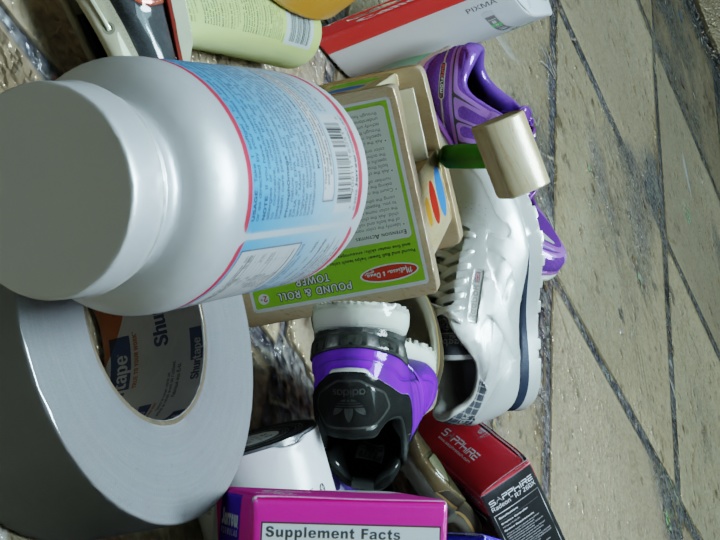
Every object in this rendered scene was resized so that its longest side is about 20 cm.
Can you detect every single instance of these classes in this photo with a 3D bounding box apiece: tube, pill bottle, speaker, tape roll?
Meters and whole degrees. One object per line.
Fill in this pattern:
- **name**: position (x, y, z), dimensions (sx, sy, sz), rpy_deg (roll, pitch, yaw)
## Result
- **tube**: position (-0.094, -0.169, 0.910), dimensions (0.200, 0.058, 0.052), rpy_deg (-1, 117, -64)
- **pill bottle**: position (-0.081, -0.038, 0.613), dimensions (0.200, 0.109, 0.109), rpy_deg (-12, 88, -67)
- **speaker**: position (-0.036, 0.191, 0.790), dimensions (0.081, 0.081, 0.200), rpy_deg (-23, 98, -67)
- **tape roll**: position (-0.130, 0.029, 0.685), dimensions (0.200, 0.066, 0.200), rpy_deg (47, 36, -50)

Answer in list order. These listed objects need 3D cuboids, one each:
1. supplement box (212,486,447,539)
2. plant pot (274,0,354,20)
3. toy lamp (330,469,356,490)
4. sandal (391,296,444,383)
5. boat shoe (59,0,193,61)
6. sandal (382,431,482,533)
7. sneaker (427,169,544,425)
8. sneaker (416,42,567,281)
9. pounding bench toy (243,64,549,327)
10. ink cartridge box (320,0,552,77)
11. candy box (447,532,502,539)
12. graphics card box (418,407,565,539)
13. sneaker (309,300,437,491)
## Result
- **supplement box**: position (-0.021, 0.209, 0.693), dimensions (0.101, 0.103, 0.200), rpy_deg (157, -62, -72)
- **plant pot**: position (-0.008, -0.303, 0.943), dimensions (0.200, 0.183, 0.200), rpy_deg (43, 29, -31)
- **toy lamp**: position (-0.010, 0.192, 0.879), dimensions (0.200, 0.058, 0.058), rpy_deg (70, 24, -14)
- **sandal**: position (0.000, 0.000, 0.983), dimensions (0.054, 0.080, 0.200), rpy_deg (18, 57, -66)
- **boat shoe**: position (-0.120, -0.085, 0.781), dimensions (0.063, 0.071, 0.200), rpy_deg (-20, 107, -27)
- **sandal**: position (0.042, 0.165, 0.996), dimensions (0.082, 0.055, 0.200), rpy_deg (52, -4, 16)
- **sneaker**: position (0.081, 0.012, 1.009), dimensions (0.080, 0.076, 0.200), rpy_deg (-9, 94, -37)
- **sneaker**: position (0.108, -0.085, 1.089), dimensions (0.200, 0.083, 0.081), rpy_deg (61, 31, -2)
- **pounding bench toy**: position (0.021, -0.060, 0.879), dimensions (0.156, 0.200, 0.124), rpy_deg (-52, 130, -72)
- **ink cartridge box**: position (0.051, -0.191, 1.104), dimensions (0.050, 0.161, 0.200), rpy_deg (70, 23, -6)
- **candy box**: position (0.085, 0.277, 0.880), dimensions (0.169, 0.077, 0.200), rpy_deg (25, 66, -47)
- **graphics card box**: position (0.116, 0.208, 1.088), dimensions (0.125, 0.051, 0.200), rpy_deg (35, -25, 60)
- **sneaker**: position (0.005, 0.087, 0.855), dimensions (0.200, 0.070, 0.100), rpy_deg (55, 34, -71)
